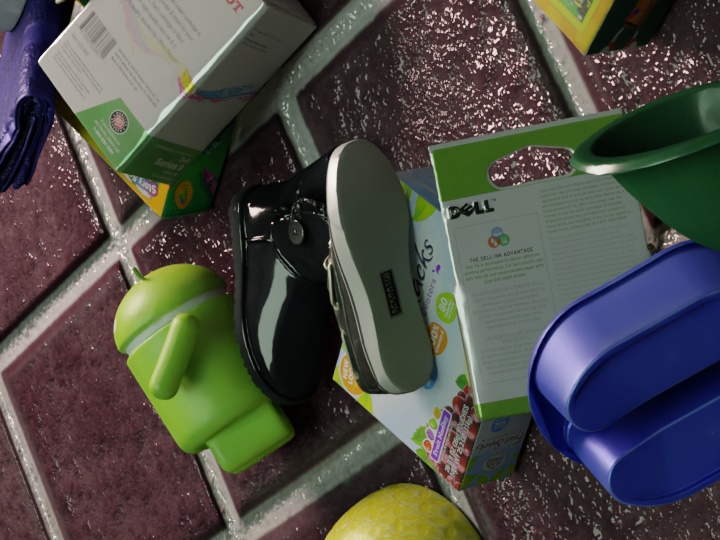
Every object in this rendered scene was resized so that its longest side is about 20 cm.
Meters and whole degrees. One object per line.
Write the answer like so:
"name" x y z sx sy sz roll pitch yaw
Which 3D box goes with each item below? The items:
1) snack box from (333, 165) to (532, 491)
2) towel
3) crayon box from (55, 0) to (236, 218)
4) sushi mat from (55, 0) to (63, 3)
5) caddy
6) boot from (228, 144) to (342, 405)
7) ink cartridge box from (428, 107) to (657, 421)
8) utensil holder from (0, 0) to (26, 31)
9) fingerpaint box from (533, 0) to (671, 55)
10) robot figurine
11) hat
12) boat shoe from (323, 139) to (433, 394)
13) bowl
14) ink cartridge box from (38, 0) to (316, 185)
"snack box" 0.072 0.044 1.729 0.169 0.068 0.200 41 126 37
"towel" -0.309 -0.186 2.072 0.148 0.049 0.200 124 154 -45
"crayon box" -0.201 -0.153 2.011 0.200 0.058 0.119 44 130 34
"sushi mat" -0.198 -0.313 1.858 0.200 0.012 0.096 -27 75 25
"caddy" 0.212 0.066 1.478 0.142 0.200 0.105 60 -177 -24
"boot" -0.037 0.006 1.840 0.168 0.076 0.201 -17 80 54
"ink cartridge box" 0.141 -0.005 1.574 0.148 0.076 0.200 -11 90 10
"utensil holder" -0.416 -0.322 2.077 0.170 0.200 0.170 -169 90 -70
"fingerpaint box" 0.157 -0.281 1.544 0.200 0.073 0.167 50 134 29
"robot figurine" -0.140 0.081 1.938 0.200 0.116 0.175 57 -178 7
"hat" 0.252 -0.023 1.454 0.176 0.165 0.200 68 164 -13
"boat shoe" 0.000 0.000 1.699 0.064 0.071 0.200 -8 93 50
"bowl" 0.016 0.287 1.824 0.200 0.108 0.201 16 111 48
"ink cartridge box" -0.157 -0.196 1.874 0.200 0.087 0.145 -47 62 18
